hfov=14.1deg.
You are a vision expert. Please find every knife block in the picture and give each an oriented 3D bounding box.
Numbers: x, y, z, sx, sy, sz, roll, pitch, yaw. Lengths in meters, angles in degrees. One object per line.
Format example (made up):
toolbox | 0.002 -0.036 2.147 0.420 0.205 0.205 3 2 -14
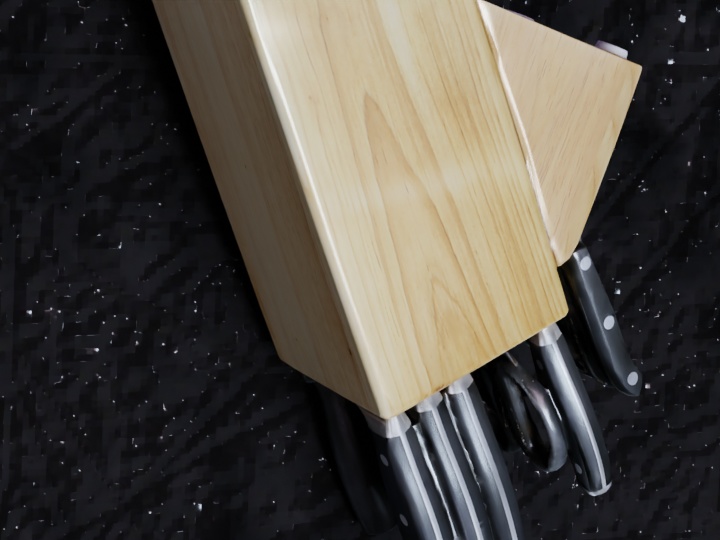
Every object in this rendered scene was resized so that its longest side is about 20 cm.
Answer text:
knife block | 0.000 0.000 0.847 0.200 0.064 0.176 19 93 -36
